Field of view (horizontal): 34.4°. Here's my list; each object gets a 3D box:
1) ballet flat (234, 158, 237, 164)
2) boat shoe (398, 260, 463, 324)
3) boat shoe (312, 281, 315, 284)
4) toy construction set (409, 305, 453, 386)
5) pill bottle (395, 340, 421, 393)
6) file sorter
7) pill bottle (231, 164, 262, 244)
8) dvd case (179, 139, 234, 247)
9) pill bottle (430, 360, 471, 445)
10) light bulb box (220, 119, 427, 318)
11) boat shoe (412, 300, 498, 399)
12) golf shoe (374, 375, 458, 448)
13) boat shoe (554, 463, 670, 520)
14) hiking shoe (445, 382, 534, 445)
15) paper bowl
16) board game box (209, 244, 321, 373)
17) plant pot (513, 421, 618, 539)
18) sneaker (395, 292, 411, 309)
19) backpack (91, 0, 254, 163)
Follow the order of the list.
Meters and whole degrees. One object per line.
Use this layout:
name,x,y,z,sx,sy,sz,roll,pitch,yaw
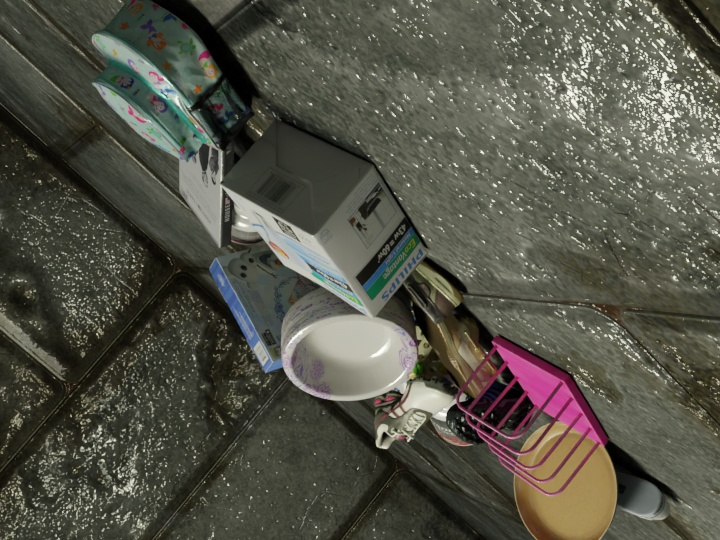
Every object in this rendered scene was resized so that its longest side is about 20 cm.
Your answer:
ballet flat,-0.224,-0.151,1.942,0.067,0.062,0.200,31,165,35
boat shoe,0.052,0.002,1.640,0.201,0.066,0.072,36,170,24
boat shoe,-0.062,-0.051,1.818,0.059,0.072,0.200,-5,141,9
toy construction set,0.056,0.118,1.842,0.199,0.132,0.092,8,179,1
pill bottle,0.045,0.136,2.038,0.200,0.114,0.114,34,167,30
file sorter,0.245,0.219,1.693,0.139,0.125,0.200,30,164,42
pill bottle,-0.174,-0.109,1.824,0.111,0.111,0.200,40,168,-2
dvd case,-0.231,-0.155,1.735,0.150,0.025,0.200,52,148,37
pill bottle,0.160,0.211,1.951,0.116,0.116,0.200,34,166,28
light bulb box,-0.046,-0.069,1.545,0.198,0.125,0.200,30,163,40
boat shoe,0.142,0.098,1.716,0.074,0.066,0.200,25,150,56
golf shoe,0.086,0.222,1.807,0.077,0.088,0.200,22,152,-19
boat shoe,0.396,0.334,1.811,0.202,0.075,0.086,19,167,43
hiking shoe,0.186,0.218,1.808,0.087,0.075,0.200,32,-161,37
paper bowl,-0.017,0.093,1.712,0.201,0.200,0.105,50,-154,-40
board game box,-0.113,0.047,1.880,0.200,0.199,0.043,60,142,18
plant pot,0.321,0.333,1.793,0.027,0.201,0.200,6,-166,-41
sneaker,0.000,0.000,1.753,0.200,0.074,0.082,43,-155,-37
backpack,-0.252,-0.249,1.494,0.177,0.151,0.200,33,161,36
